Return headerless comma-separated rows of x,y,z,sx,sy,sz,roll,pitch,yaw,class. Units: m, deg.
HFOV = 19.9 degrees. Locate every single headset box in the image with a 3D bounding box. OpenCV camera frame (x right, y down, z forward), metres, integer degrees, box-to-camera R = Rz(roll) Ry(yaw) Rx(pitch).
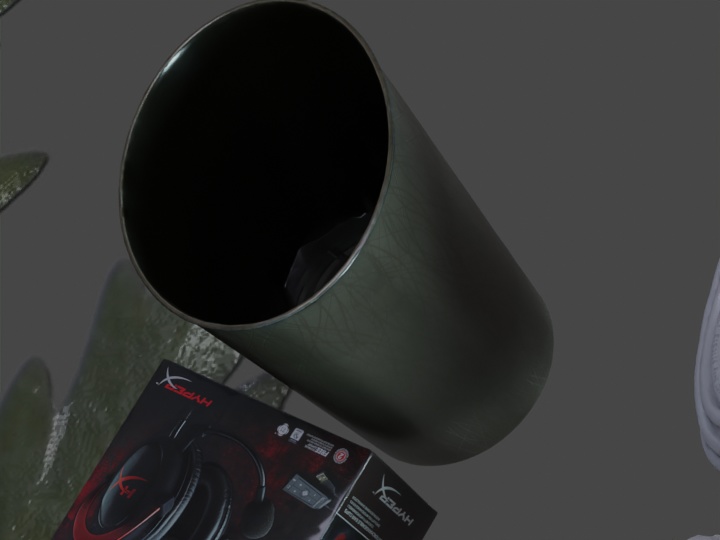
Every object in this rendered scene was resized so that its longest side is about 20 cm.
-0.080,0.162,0.982,0.148,0.075,0.200,21,73,39,headset box

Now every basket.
0.000,0.000,0.954,0.136,0.200,0.181,-29,48,14,basket

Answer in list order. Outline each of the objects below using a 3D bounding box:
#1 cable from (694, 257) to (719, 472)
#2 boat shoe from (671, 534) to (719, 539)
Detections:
0.202,0.000,0.797,0.201,0.069,0.200,-67,9,-12,cable
0.188,0.147,0.805,0.068,0.075,0.200,-29,23,-12,boat shoe
